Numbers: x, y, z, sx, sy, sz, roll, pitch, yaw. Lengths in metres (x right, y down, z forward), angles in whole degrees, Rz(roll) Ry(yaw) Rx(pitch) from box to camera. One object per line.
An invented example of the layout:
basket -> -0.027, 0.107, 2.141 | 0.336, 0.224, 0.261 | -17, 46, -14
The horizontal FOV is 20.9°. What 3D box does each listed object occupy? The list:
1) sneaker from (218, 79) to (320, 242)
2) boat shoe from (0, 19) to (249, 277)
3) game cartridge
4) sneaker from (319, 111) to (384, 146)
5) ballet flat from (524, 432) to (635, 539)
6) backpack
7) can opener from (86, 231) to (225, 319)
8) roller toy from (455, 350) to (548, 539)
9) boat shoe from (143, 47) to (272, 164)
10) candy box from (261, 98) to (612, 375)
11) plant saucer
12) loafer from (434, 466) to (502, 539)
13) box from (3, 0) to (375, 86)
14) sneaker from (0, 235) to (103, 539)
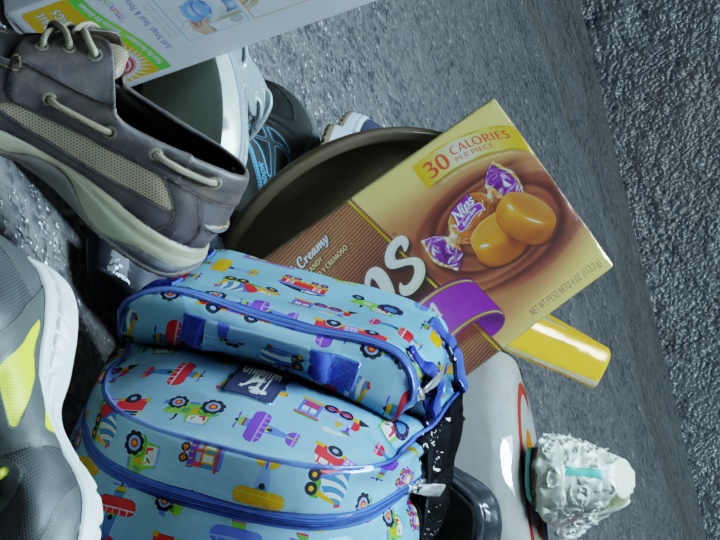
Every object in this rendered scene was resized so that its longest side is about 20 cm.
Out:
sneaker -> -0.074, -0.074, 1.206 | 0.200, 0.073, 0.082 | -85, 153, -55
boat shoe -> -0.134, -0.082, 0.892 | 0.200, 0.073, 0.075 | 38, 15, -22
game cartridge -> 0.051, 0.010, 1.319 | 0.200, 0.032, 0.176 | 26, 3, -21
sneaker -> 0.029, -0.056, 1.266 | 0.200, 0.108, 0.070 | -52, 156, -83
ballet flat -> 0.145, 0.140, 1.258 | 0.200, 0.072, 0.072 | 35, 40, -79
backpack -> -0.051, 0.082, 0.908 | 0.200, 0.182, 0.135 | -35, 140, -71
can opener -> -0.130, -0.048, 0.996 | 0.200, 0.063, 0.079 | 59, 17, -44
roller toy -> 0.044, 0.145, 1.270 | 0.200, 0.139, 0.183 | -35, 117, -79
boat shoe -> -0.085, -0.111, 1.134 | 0.071, 0.070, 0.201 | 23, 32, -33
candy box -> 0.023, 0.010, 1.061 | 0.117, 0.200, 0.056 | 55, -17, 0
plant saucer -> 0.000, 0.000, 1.151 | 0.029, 0.200, 0.200 | 52, -7, 49
loafer -> 0.015, 0.124, 1.103 | 0.070, 0.200, 0.068 | 3, 93, -38
box -> -0.085, -0.187, 1.041 | 0.101, 0.200, 0.113 | 48, 28, -60
sneaker -> -0.160, 0.059, 0.787 | 0.085, 0.074, 0.200 | 49, 19, -44
